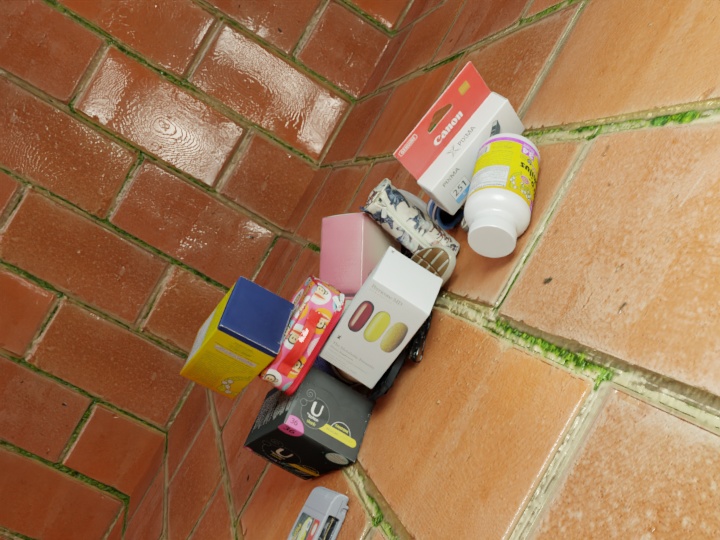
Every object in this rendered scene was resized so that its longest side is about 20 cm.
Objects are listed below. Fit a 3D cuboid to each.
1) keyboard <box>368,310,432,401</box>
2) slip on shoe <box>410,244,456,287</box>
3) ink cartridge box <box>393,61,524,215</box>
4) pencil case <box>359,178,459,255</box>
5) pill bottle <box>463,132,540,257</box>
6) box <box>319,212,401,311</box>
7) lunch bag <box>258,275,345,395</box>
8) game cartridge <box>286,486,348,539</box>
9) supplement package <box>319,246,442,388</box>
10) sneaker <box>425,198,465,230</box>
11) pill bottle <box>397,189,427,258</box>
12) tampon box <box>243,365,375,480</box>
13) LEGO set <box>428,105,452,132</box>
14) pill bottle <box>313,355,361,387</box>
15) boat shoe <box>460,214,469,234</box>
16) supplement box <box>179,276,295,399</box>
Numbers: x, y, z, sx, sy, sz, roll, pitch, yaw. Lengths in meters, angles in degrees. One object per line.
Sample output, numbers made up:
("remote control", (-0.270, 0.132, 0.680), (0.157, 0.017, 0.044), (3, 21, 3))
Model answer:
("keyboard", (0.085, 0.140, 1.356), (0.200, 0.040, 0.104), (-60, 4, -33))
("slip on shoe", (0.117, 0.020, 1.410), (0.200, 0.061, 0.076), (-52, 56, 42))
("ink cartridge box", (0.169, -0.215, 1.305), (0.200, 0.176, 0.045), (-51, 50, 1))
("pencil case", (0.094, -0.076, 1.431), (0.078, 0.200, 0.089), (-45, 7, 23))
("pill bottle", (0.223, -0.118, 1.243), (0.104, 0.104, 0.200), (-42, 23, 49))
("box", (0.000, 0.000, 1.503), (0.109, 0.128, 0.200), (-4, 80, 38))
("lunch bag", (-0.104, 0.110, 1.354), (0.200, 0.082, 0.176), (-59, 10, 2))
("game cartridge", (-0.089, 0.462, 1.307), (0.200, 0.041, 0.133), (-65, 11, -17))
("supplement package", (0.034, 0.080, 1.321), (0.200, 0.114, 0.110), (-57, 2, 35))
("sneaker", (0.197, -0.159, 1.480), (0.082, 0.074, 0.200), (-92, 27, -61))
("pill bottle", (0.063, -0.061, 1.650), (0.200, 0.111, 0.111), (-54, 16, 22))
("tampon box", (-0.096, 0.284, 1.439), (0.200, 0.150, 0.126), (-39, 24, 53))
("LEGO set", (0.223, -0.255, 1.569), (0.200, 0.116, 0.154), (-58, 44, 21))
("pill bottle", (-0.031, 0.171, 1.510), (0.200, 0.116, 0.116), (-31, 32, 61))
("boat shoe", (0.225, -0.157, 1.397), (0.200, 0.059, 0.072), (-61, 15, -5))
("supplement box", (-0.212, 0.120, 1.341), (0.200, 0.109, 0.109), (-45, 22, 46))
